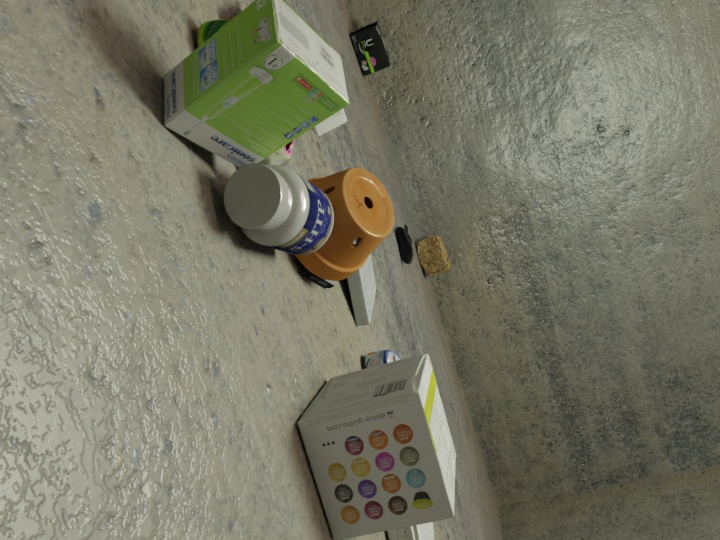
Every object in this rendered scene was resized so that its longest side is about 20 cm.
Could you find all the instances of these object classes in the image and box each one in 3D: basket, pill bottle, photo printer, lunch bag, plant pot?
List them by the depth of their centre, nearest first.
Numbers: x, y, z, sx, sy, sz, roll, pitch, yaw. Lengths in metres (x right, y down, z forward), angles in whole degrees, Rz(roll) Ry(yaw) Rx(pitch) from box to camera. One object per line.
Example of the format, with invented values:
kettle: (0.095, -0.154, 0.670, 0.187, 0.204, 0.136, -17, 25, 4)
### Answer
pill bottle: (-0.123, -0.094, 0.841, 0.200, 0.117, 0.122, 16, 59, -74)
plant pot: (-0.028, -0.099, 1.035, 0.198, 0.139, 0.204, 25, 54, -38)
photo printer: (0.106, 0.523, 1.187, 0.200, 0.068, 0.170, 40, 36, -69)
lunch bag: (0.071, 0.283, 1.322, 0.200, 0.074, 0.164, 44, 34, -64)
basket: (0.389, -0.075, 2.934, 0.204, 0.140, 0.149, 69, 15, 4)

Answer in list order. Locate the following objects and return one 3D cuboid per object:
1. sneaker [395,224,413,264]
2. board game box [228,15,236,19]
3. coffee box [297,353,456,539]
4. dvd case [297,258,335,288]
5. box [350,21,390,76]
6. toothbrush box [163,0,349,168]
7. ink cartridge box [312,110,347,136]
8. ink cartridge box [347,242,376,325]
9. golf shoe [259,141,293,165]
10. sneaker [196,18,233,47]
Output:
sneaker: (0.196, -0.113, 2.348, 0.104, 0.059, 0.204, 33, 39, -64)
board game box: (-0.191, -0.411, 1.092, 0.153, 0.045, 0.203, -85, 156, -59)
coffee box: (0.039, 0.282, 0.906, 0.200, 0.196, 0.202, -37, 110, -77)
dvd case: (-0.102, -0.075, 1.118, 0.150, 0.024, 0.204, 36, 40, -69)
box: (0.051, -1.092, 2.703, 0.125, 0.146, 0.203, -87, 156, -60)
toothbrush box: (-0.136, -0.234, 0.713, 0.145, 0.197, 0.088, 23, 49, -52)
ink cartridge box: (-0.115, -0.426, 1.222, 0.145, 0.083, 0.202, 55, -10, 47)
ink cartridge box: (0.000, 0.000, 1.362, 0.197, 0.042, 0.204, -73, 154, -66)
golf shoe: (-0.150, -0.224, 0.952, 0.202, 0.090, 0.076, -91, 158, -53)
sneaker: (-0.197, -0.298, 0.851, 0.074, 0.082, 0.204, -2, 77, -77)
